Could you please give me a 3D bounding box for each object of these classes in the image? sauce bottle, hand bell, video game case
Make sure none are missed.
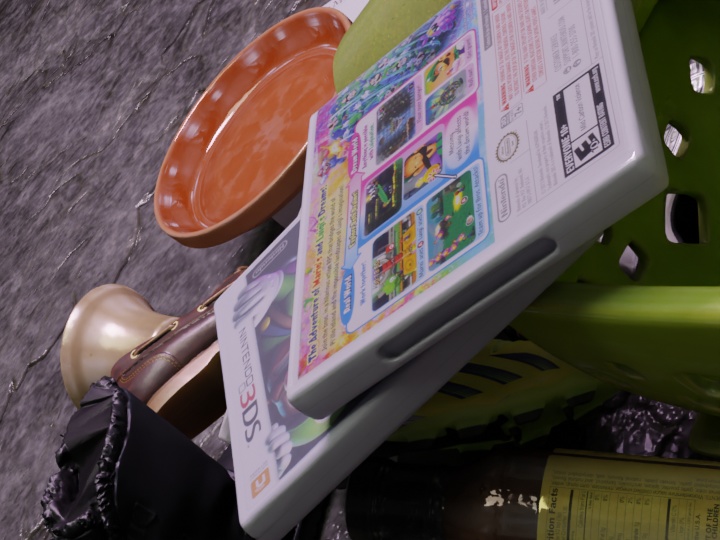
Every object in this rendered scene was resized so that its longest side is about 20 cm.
[{"bbox_3d":[0.093,0.111,0.668,0.199,0.065,0.065,4,54,19],"label":"sauce bottle"},{"bbox_3d":[-0.103,0.060,1.043,0.200,0.104,0.104,-1,54,36],"label":"hand bell"},{"bbox_3d":[0.042,-0.054,0.639,0.182,0.024,0.200,-36,32,29],"label":"video game case"},{"bbox_3d":[0.009,0.001,0.678,0.200,0.023,0.182,-45,28,17],"label":"video game case"}]

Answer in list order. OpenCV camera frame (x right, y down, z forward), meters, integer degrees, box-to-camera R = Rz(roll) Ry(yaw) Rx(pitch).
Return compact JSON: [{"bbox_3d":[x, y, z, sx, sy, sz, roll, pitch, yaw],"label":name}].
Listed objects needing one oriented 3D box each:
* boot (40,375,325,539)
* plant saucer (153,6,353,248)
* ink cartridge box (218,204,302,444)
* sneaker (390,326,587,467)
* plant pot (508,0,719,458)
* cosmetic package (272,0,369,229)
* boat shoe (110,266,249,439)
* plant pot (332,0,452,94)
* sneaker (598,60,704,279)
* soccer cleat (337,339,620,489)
[{"bbox_3d":[-0.100,0.119,0.881,0.073,0.162,0.199,-30,35,32],"label":"boot"},{"bbox_3d":[-0.069,-0.100,1.065,0.200,0.032,0.201,-33,36,28],"label":"plant saucer"},{"bbox_3d":[0.000,0.000,0.847,0.146,0.084,0.200,-69,0,-77],"label":"ink cartridge box"},{"bbox_3d":[0.084,0.057,0.821,0.099,0.071,0.200,-5,40,26],"label":"sneaker"},{"bbox_3d":[0.205,-0.017,0.630,0.199,0.181,0.200,2,58,51],"label":"plant pot"},{"bbox_3d":[-0.009,-0.118,1.106,0.101,0.071,0.200,-30,36,29],"label":"cosmetic package"},{"bbox_3d":[-0.073,0.030,0.968,0.200,0.070,0.070,-34,50,-7],"label":"boat shoe"},{"bbox_3d":[0.083,-0.153,0.944,0.190,0.200,0.200,-35,33,42],"label":"plant pot"},{"bbox_3d":[0.197,-0.075,0.822,0.088,0.076,0.200,23,80,43],"label":"sneaker"},{"bbox_3d":[0.030,0.054,0.735,0.200,0.065,0.084,-14,66,19],"label":"soccer cleat"}]
